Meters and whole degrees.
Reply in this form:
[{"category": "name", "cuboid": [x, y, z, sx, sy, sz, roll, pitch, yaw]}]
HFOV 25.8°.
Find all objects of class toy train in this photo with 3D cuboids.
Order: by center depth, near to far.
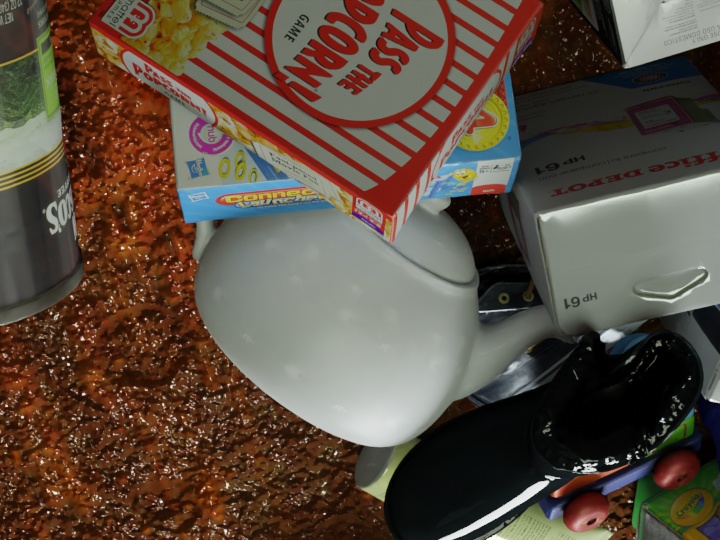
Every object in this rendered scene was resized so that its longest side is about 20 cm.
[{"category": "toy train", "cuboid": [0.132, 0.118, 1.058, 0.199, 0.085, 0.116, -24, 145, -6]}]

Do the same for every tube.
[{"category": "tube", "cuboid": [0.087, 0.179, 1.153, 0.200, 0.052, 0.058, 30, 150, -21]}]

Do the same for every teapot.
[{"category": "teapot", "cuboid": [0.000, 0.000, 0.984, 0.200, 0.198, 0.146, 16, 116, -47]}]

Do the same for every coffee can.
[{"category": "coffee can", "cuboid": [-0.250, -0.083, 0.941, 0.146, 0.147, 0.201, -5, 115, -3]}]

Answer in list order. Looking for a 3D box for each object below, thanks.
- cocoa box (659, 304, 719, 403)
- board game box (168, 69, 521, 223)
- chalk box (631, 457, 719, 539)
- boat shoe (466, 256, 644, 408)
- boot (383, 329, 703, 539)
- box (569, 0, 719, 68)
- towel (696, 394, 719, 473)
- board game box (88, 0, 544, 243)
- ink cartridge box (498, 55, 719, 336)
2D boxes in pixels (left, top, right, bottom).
[{"category": "cocoa box", "cuboid": [0.323, 0.018, 1.049, 0.199, 0.133, 0.132, 11, 112, -10]}, {"category": "board game box", "cuboid": [-0.016, -0.138, 0.924, 0.195, 0.056, 0.201, -6, 73, -3]}, {"category": "chalk box", "cuboid": [0.275, 0.212, 1.116, 0.123, 0.200, 0.125, -24, 132, -27]}, {"category": "boat shoe", "cuboid": [0.130, 0.016, 1.063, 0.091, 0.071, 0.200, 37, 108, -24]}, {"category": "boot", "cuboid": [0.100, 0.101, 0.924, 0.199, 0.168, 0.077, -28, 80, -1]}, {"category": "box", "cuboid": [0.174, -0.190, 0.904, 0.116, 0.200, 0.060, -17, 117, 1]}, {"category": "towel", "cuboid": [0.307, 0.132, 1.066, 0.147, 0.200, 0.050, 5, 124, -7]}, {"category": "board game box", "cuboid": [-0.023, -0.133, 0.868, 0.200, 0.046, 0.152, 33, 75, 8]}, {"category": "ink cartridge box", "cuboid": [0.164, -0.051, 0.965, 0.144, 0.200, 0.085, -14, 116, 1]}]
